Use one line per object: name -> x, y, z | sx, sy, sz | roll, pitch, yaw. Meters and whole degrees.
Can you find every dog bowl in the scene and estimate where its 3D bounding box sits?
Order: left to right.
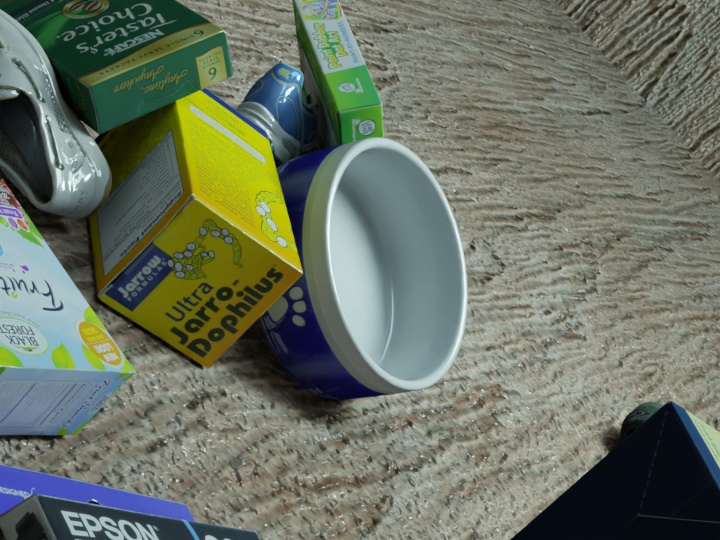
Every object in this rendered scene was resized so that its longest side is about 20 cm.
dog bowl -> 0.000, 0.000, 1.642 | 0.200, 0.078, 0.201 | 22, 63, -52

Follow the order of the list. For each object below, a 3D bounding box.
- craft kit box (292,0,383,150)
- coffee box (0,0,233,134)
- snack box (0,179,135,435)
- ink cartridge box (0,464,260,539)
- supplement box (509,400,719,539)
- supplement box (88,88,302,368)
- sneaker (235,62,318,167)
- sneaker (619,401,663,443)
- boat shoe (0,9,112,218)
craft kit box -> -0.017, -0.116, 1.866 | 0.200, 0.048, 0.198 | -110, -170, -51
coffee box -> -0.198, -0.177, 1.586 | 0.200, 0.123, 0.044 | 37, -36, 46
snack box -> -0.249, 0.016, 1.233 | 0.169, 0.068, 0.200 | 53, 21, 22
ink cartridge box -> -0.114, 0.187, 1.207 | 0.198, 0.043, 0.200 | 20, 30, -52
supplement box -> 0.252, 0.244, 1.627 | 0.199, 0.200, 0.135 | 32, 24, -38
supplement box -> -0.129, -0.044, 1.554 | 0.109, 0.109, 0.200 | 34, 22, -29
sneaker -> -0.062, -0.121, 1.842 | 0.075, 0.077, 0.200 | 30, -7, 10
sneaker -> 0.331, 0.217, 2.060 | 0.199, 0.076, 0.114 | 46, 20, 10
boat shoe -> -0.257, -0.122, 1.502 | 0.200, 0.071, 0.069 | 50, 22, 17
